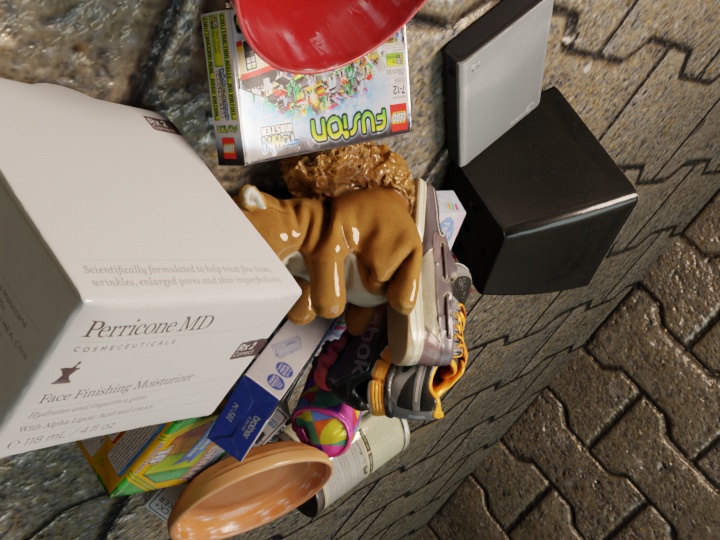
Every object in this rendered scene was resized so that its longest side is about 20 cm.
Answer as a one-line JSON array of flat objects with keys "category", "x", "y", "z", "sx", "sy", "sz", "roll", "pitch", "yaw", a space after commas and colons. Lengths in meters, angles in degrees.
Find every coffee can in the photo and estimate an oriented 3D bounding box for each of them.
[{"category": "coffee can", "x": -0.037, "y": 0.281, "z": 1.360, "sx": 0.198, "sy": 0.147, "sz": 0.148, "roll": -29, "pitch": 154, "yaw": -30}]

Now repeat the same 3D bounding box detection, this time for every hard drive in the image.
[{"category": "hard drive", "x": 0.156, "y": -0.220, "z": 0.959, "sx": 0.139, "sy": 0.033, "sz": 0.201, "roll": -39, "pitch": 157, "yaw": -11}]

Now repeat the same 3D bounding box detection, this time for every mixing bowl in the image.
[{"category": "mixing bowl", "x": -0.026, "y": -0.239, "z": 0.524, "sx": 0.198, "sy": 0.109, "sz": 0.202, "roll": -35, "pitch": 155, "yaw": -19}]

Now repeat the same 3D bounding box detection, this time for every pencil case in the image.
[{"category": "pencil case", "x": -0.027, "y": 0.138, "z": 1.041, "sx": 0.089, "sy": 0.087, "sz": 0.201, "roll": -58, "pitch": -174, "yaw": 33}]

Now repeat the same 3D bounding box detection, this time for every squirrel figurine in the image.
[{"category": "squirrel figurine", "x": -0.042, "y": -0.051, "z": 0.793, "sx": 0.141, "sy": 0.182, "sz": 0.205, "roll": 163, "pitch": -60, "yaw": -69}]

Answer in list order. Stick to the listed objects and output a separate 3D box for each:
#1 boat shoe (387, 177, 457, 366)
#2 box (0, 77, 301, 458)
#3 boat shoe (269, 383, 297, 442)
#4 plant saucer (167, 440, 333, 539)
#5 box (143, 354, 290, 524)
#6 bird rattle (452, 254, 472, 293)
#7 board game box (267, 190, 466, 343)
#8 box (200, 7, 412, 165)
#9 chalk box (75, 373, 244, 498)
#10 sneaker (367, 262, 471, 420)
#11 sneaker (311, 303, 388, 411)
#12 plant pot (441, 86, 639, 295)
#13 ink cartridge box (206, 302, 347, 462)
[{"category": "boat shoe", "x": 0.065, "y": 0.003, "z": 0.834, "sx": 0.063, "sy": 0.204, "sz": 0.072, "roll": 14, "pitch": 147, "yaw": -18}, {"category": "box", "x": -0.180, "y": -0.008, "z": 0.548, "sx": 0.131, "sy": 0.201, "sz": 0.197, "roll": -50, "pitch": 156, "yaw": 21}, {"category": "boat shoe", "x": -0.134, "y": 0.208, "z": 1.173, "sx": 0.201, "sy": 0.068, "sz": 0.071, "roll": -51, "pitch": 156, "yaw": 18}, {"category": "plant saucer", "x": -0.126, "y": 0.249, "z": 0.949, "sx": 0.196, "sy": 0.038, "sz": 0.202, "roll": -21, "pitch": 151, "yaw": -12}, {"category": "box", "x": -0.178, "y": 0.205, "z": 1.026, "sx": 0.060, "sy": 0.117, "sz": 0.200, "roll": 41, "pitch": 98, "yaw": -22}, {"category": "bird rattle", "x": 0.081, "y": 0.063, "z": 1.252, "sx": 0.159, "sy": 0.114, "sz": 0.202, "roll": -7, "pitch": 139, "yaw": -29}, {"category": "board game box", "x": 0.000, "y": 0.000, "z": 0.959, "sx": 0.194, "sy": 0.044, "sz": 0.203, "roll": -2, "pitch": 134, "yaw": -24}, {"category": "box", "x": -0.035, "y": -0.154, "z": 0.676, "sx": 0.198, "sy": 0.034, "sz": 0.113, "roll": -20, "pitch": 110, "yaw": -45}, {"category": "chalk box", "x": -0.194, "y": 0.143, "z": 0.888, "sx": 0.125, "sy": 0.124, "sz": 0.199, "roll": -48, "pitch": 157, "yaw": 14}, {"category": "sneaker", "x": 0.079, "y": 0.076, "z": 0.865, "sx": 0.202, "sy": 0.076, "sz": 0.079, "roll": -60, "pitch": 149, "yaw": -33}, {"category": "sneaker", "x": 0.028, "y": 0.070, "z": 0.919, "sx": 0.070, "sy": 0.098, "sz": 0.203, "roll": 13, "pitch": 114, "yaw": -52}, {"category": "plant pot", "x": 0.210, "y": -0.085, "z": 1.104, "sx": 0.174, "sy": 0.203, "sz": 0.201, "roll": -18, "pitch": 150, "yaw": -20}, {"category": "ink cartridge box", "x": -0.078, "y": 0.094, "z": 0.849, "sx": 0.095, "sy": 0.044, "sz": 0.201, "roll": -57, "pitch": 179, "yaw": 32}]
